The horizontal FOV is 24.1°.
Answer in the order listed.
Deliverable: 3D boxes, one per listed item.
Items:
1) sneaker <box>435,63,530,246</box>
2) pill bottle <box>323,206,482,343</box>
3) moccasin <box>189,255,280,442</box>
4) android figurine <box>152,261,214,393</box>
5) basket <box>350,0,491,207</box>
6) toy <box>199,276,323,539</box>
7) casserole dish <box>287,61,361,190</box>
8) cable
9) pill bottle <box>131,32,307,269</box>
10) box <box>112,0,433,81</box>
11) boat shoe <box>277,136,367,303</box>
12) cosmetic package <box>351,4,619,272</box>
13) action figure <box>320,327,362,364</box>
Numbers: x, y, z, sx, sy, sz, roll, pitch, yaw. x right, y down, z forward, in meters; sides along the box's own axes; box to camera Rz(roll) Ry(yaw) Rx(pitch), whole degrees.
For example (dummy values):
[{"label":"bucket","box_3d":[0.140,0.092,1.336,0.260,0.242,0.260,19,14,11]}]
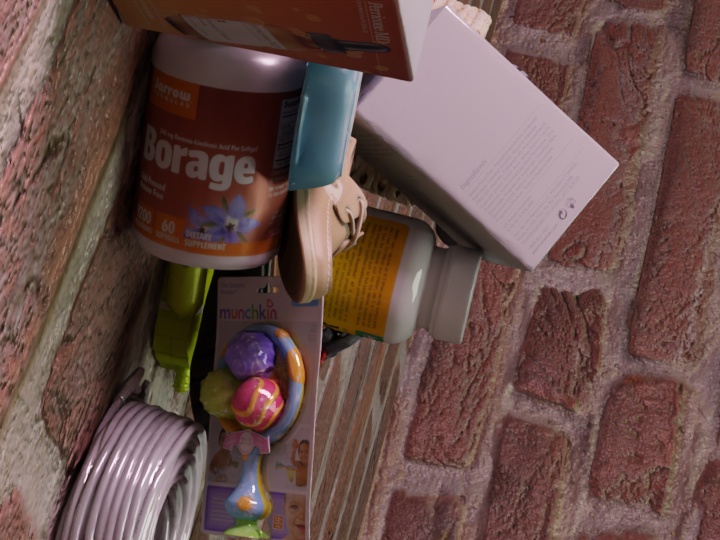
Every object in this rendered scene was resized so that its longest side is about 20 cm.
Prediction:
[{"label":"sneaker","box_3d":[0.099,-0.104,1.625,0.088,0.074,0.200,-32,143,-54]},{"label":"pill bottle","box_3d":[0.000,0.000,1.465,0.113,0.200,0.113,14,90,-86]},{"label":"moccasin","box_3d":[-0.095,0.043,1.362,0.078,0.074,0.202,20,71,-74]},{"label":"android figurine","box_3d":[-0.132,0.003,1.424,0.182,0.041,0.200,0,101,-82]},{"label":"basket","box_3d":[0.020,-0.187,1.638,0.200,0.161,0.198,-61,173,-75]},{"label":"toy","box_3d":[-0.086,0.103,1.267,0.047,0.115,0.200,4,86,-49]},{"label":"casserole dish","box_3d":[-0.020,-0.133,1.216,0.200,0.039,0.121,-82,-177,-62]},{"label":"cable","box_3d":[-0.176,0.202,1.294,0.200,0.069,0.200,-67,167,-55]},{"label":"pill bottle","box_3d":[-0.099,-0.110,1.207,0.112,0.112,0.200,-58,158,-69]},{"label":"box","box_3d":[-0.056,-0.207,1.045,0.152,0.200,0.106,66,37,-76]},{"label":"boat shoe","box_3d":[-0.025,-0.049,1.269,0.200,0.064,0.071,-93,-166,-50]},{"label":"cosmetic package","box_3d":[0.085,-0.113,1.446,0.123,0.200,0.199,-51,-169,-4]},{"label":"action figure","box_3d":[-0.091,0.044,1.568,0.105,0.200,0.194,47,22,-32]}]
